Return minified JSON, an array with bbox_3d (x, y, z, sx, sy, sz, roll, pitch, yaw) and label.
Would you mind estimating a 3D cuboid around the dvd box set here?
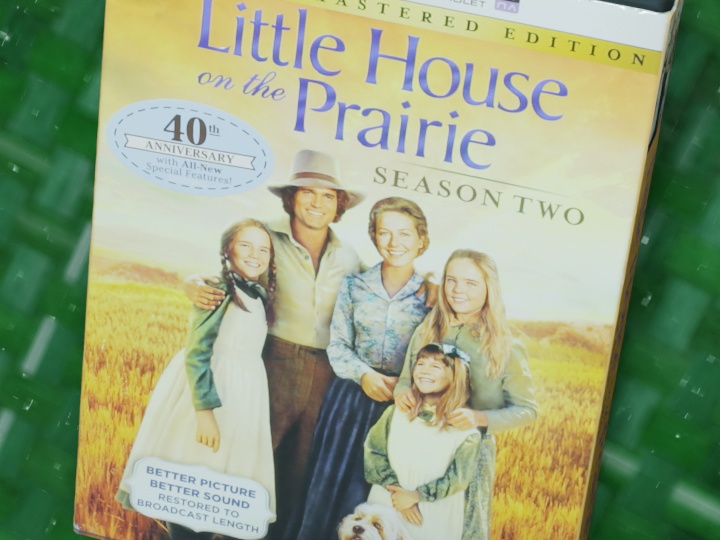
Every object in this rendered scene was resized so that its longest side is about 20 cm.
[{"bbox_3d":[0.000,0.000,0.785,0.146,0.029,0.200,13,123,8],"label":"dvd box set"}]
